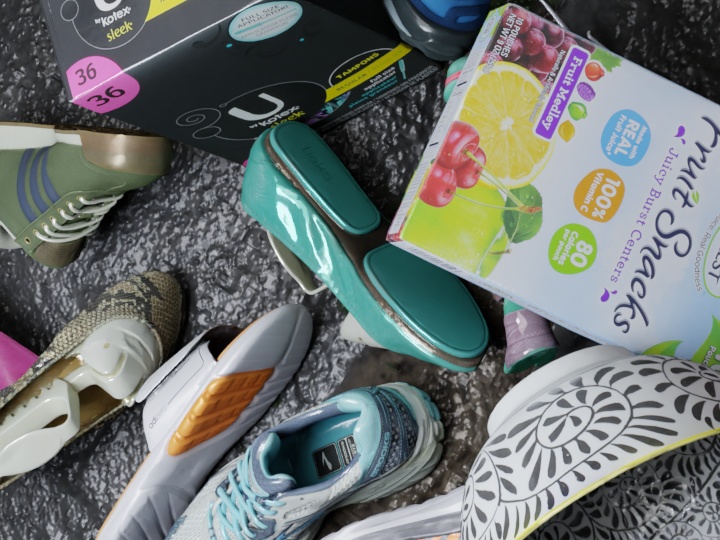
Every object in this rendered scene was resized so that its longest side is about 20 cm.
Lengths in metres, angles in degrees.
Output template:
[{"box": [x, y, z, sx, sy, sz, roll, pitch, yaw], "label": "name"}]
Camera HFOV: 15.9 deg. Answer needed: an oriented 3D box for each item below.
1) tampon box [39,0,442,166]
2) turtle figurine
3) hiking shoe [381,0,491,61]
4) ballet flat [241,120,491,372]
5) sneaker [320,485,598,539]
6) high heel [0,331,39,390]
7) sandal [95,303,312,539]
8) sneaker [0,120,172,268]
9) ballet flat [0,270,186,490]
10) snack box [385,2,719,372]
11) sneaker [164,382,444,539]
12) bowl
[{"box": [-0.073, -0.162, 1.511, 0.150, 0.200, 0.127, -26, 70, 23], "label": "tampon box"}, {"box": [0.090, -0.052, 1.467, 0.149, 0.101, 0.200, -27, 75, 22], "label": "turtle figurine"}, {"box": [0.055, -0.221, 1.489, 0.087, 0.074, 0.201, 143, 135, -62], "label": "hiking shoe"}, {"box": [0.000, 0.000, 1.528, 0.200, 0.067, 0.070, 48, 132, 20], "label": "ballet flat"}, {"box": [0.046, 0.189, 1.458, 0.200, 0.078, 0.112, -24, 70, 23], "label": "sneaker"}, {"box": [-0.238, 0.023, 1.659, 0.096, 0.067, 0.200, -25, 75, 11], "label": "high heel"}, {"box": [-0.112, 0.090, 1.561, 0.059, 0.079, 0.207, 44, 105, 24], "label": "sandal"}, {"box": [-0.177, -0.045, 1.605, 0.200, 0.067, 0.090, 8, 96, 56], "label": "sneaker"}, {"box": [-0.178, 0.079, 1.570, 0.200, 0.068, 0.075, -39, 22, -9], "label": "ballet flat"}, {"box": [0.134, -0.038, 1.393, 0.200, 0.053, 0.143, 26, 87, -7], "label": "snack box"}, {"box": [-0.051, 0.123, 1.517, 0.200, 0.086, 0.078, -37, 66, 19], "label": "sneaker"}, {"box": [0.125, 0.102, 1.352, 0.201, 0.201, 0.094, -38, 61, 18], "label": "bowl"}]
